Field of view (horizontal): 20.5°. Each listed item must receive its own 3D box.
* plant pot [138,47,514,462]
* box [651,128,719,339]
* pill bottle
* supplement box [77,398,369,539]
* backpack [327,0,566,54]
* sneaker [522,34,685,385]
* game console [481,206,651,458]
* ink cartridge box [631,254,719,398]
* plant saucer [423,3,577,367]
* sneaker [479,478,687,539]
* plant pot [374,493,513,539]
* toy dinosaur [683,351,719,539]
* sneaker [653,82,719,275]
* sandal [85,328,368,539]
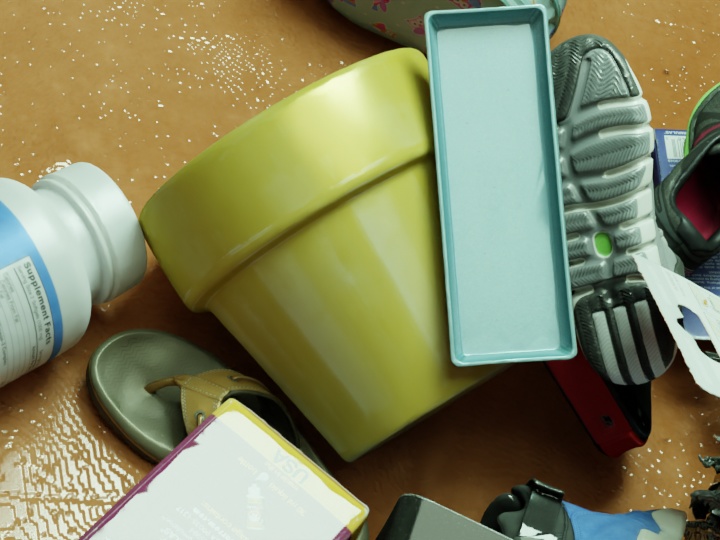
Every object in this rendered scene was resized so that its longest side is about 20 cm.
[{"bbox_3d":[0.000,0.000,1.177,0.200,0.201,0.189,-29,83,-31],"label":"plant pot"},{"bbox_3d":[0.261,-0.017,1.328,0.121,0.032,0.200,3,44,-1],"label":"box"},{"bbox_3d":[-0.225,0.014,1.137,0.200,0.112,0.112,-30,69,-33],"label":"pill bottle"},{"bbox_3d":[-0.103,0.186,1.041,0.103,0.131,0.200,39,55,12],"label":"supplement box"},{"bbox_3d":[0.053,-0.224,1.379,0.200,0.167,0.127,27,72,-1],"label":"backpack"},{"bbox_3d":[0.147,-0.036,1.171,0.075,0.115,0.201,-8,91,17],"label":"sneaker"},{"bbox_3d":[0.129,-0.003,1.220,0.031,0.200,0.177,-18,37,21],"label":"game console"},{"bbox_3d":[0.227,0.085,1.060,0.200,0.050,0.162,28,20,-17],"label":"ink cartridge box"},{"bbox_3d":[0.077,-0.047,1.107,0.070,0.019,0.201,-4,80,-2],"label":"plant saucer"},{"bbox_3d":[0.119,0.158,1.114,0.111,0.200,0.077,17,92,10],"label":"sneaker"},{"bbox_3d":[0.061,0.258,1.011,0.199,0.200,0.178,25,63,1],"label":"plant pot"},{"bbox_3d":[0.265,0.118,1.232,0.102,0.136,0.200,1,9,27],"label":"toy dinosaur"},{"bbox_3d":[0.239,-0.062,1.280,0.077,0.084,0.200,46,56,-13],"label":"sneaker"},{"bbox_3d":[-0.071,0.098,1.161,0.200,0.054,0.080,40,54,13],"label":"sandal"}]
